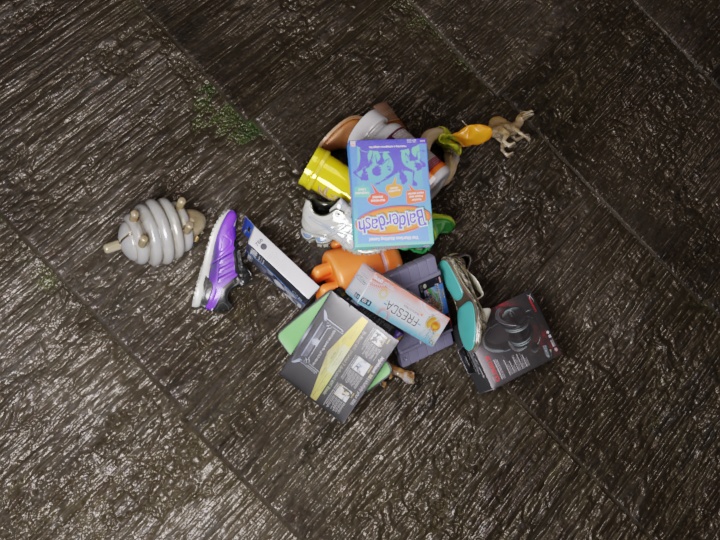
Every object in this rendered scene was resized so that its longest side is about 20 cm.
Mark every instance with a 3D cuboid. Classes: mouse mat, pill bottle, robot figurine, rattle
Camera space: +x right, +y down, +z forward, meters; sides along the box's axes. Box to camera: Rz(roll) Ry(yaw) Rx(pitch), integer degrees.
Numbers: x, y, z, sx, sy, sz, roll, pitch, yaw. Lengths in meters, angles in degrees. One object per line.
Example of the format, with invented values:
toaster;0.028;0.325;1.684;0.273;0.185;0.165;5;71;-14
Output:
mouse mat;-0.052;0.159;1.424;0.160;0.008;0.201;-38;87;18
pill bottle;0.075;-0.223;1.482;0.200;0.110;0.110;42;69;9
robot figurine;-0.001;-0.002;1.473;0.197;0.118;0.144;-17;40;-17
rattle;0.176;-0.214;1.552;0.141;0.131;0.200;16;48;31

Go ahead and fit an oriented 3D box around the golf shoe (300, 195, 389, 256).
golf shoe;-0.022;-0.090;1.417;0.197;0.098;0.079;9;40;12

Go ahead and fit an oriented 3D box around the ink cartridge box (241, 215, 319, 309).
ink cartridge box;-0.169;-0.012;1.444;0.200;0.099;0.039;44;71;2

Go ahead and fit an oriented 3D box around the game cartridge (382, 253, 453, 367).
game cartridge;0.113;0.080;1.468;0.128;0.038;0.203;-21;114;-13

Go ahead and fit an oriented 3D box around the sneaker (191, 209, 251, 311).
sneaker;-0.256;-0.014;1.442;0.098;0.070;0.203;17;80;-10

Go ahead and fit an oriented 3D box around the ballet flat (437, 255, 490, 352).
ballet flat;0.217;0.060;1.466;0.074;0.068;0.203;-6;67;-31

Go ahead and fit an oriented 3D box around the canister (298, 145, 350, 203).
canister;-0.020;-0.161;1.498;0.198;0.149;0.087;31;93;-6

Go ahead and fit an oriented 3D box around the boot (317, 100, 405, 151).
boot;0.020;-0.256;1.581;0.199;0.077;0.157;-30;88;-27

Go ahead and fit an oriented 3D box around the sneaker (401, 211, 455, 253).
sneaker;0.126;-0.080;1.527;0.199;0.073;0.085;-10;111;-52

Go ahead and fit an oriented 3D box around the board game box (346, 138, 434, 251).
board game box;0.055;-0.142;1.383;0.149;0.045;0.204;-3;83;-6

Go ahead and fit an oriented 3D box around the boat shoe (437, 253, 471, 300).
boat shoe;0.157;0.033;1.529;0.073;0.065;0.201;40;71;-2

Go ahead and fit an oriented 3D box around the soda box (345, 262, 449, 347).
soda box;0.072;0.066;1.390;0.199;0.064;0.069;32;93;-28

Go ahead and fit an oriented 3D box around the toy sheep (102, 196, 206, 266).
toy sheep;-0.385;-0.072;1.389;0.197;0.138;0.140;-15;78;-26

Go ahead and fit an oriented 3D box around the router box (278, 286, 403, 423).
router box;-0.037;0.158;1.388;0.156;0.052;0.201;36;106;8

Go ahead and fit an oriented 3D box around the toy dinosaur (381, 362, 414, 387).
toy dinosaur;0.017;0.171;1.472;0.200;0.061;0.106;42;58;9

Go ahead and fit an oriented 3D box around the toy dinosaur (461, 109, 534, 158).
toy dinosaur;0.320;-0.310;1.681;0.198;0.058;0.102;-17;65;-25

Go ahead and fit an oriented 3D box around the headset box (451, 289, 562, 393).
headset box;0.290;0.150;1.524;0.198;0.077;0.151;-22;80;-20
